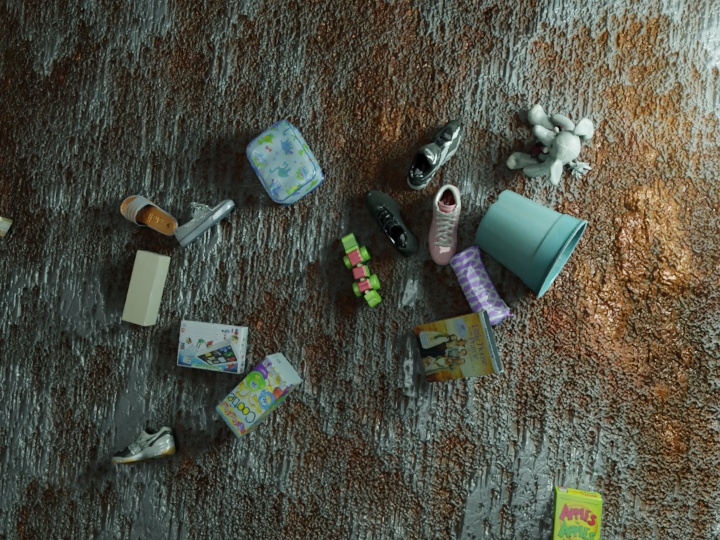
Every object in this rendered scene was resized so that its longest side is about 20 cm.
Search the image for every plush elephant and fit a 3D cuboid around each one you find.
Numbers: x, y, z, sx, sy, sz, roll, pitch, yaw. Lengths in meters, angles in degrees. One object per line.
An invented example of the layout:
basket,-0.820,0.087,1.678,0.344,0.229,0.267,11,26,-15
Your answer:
plush elephant,0.449,-0.290,1.298,0.198,0.155,0.166,33,96,14

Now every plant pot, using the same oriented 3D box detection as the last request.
plant pot,0.384,-0.076,1.297,0.195,0.200,0.202,35,96,22

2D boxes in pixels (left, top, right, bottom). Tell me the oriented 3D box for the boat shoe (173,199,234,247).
boat shoe,-0.449,-0.156,1.571,0.201,0.075,0.087,-34,96,17

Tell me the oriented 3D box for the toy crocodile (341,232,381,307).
toy crocodile,0.000,0.000,1.452,0.067,0.062,0.203,-21,82,13

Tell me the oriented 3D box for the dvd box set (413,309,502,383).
dvd box set,0.232,0.188,1.355,0.198,0.029,0.149,-16,87,37

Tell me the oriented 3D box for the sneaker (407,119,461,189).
sneaker,0.185,-0.294,1.402,0.066,0.090,0.201,40,97,12

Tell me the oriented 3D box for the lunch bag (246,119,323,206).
lunch bag,-0.207,-0.287,1.511,0.160,0.082,0.202,-34,79,10

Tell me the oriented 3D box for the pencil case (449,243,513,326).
pencil case,0.291,0.041,1.360,0.085,0.084,0.202,-30,80,22

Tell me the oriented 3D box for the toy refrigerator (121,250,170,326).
toy refrigerator,-0.615,0.050,1.612,0.075,0.070,0.204,13,91,8

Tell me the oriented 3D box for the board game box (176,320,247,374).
board game box,-0.415,0.213,1.566,0.196,0.035,0.129,5,88,15

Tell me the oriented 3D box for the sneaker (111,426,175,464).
sneaker,-0.616,0.498,1.597,0.197,0.076,0.089,-16,68,10

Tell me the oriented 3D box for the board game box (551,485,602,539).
board game box,0.496,0.617,1.296,0.100,0.048,0.204,4,88,15

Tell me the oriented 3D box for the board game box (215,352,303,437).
board game box,-0.266,0.329,1.485,0.200,0.105,0.103,-45,78,9

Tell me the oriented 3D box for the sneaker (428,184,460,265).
sneaker,0.206,-0.116,1.382,0.074,0.105,0.204,8,90,13

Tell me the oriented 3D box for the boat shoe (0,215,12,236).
boat shoe,-1.204,-0.156,1.776,0.197,0.074,0.070,15,85,14

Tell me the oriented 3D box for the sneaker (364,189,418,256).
sneaker,0.076,-0.128,1.424,0.076,0.091,0.201,-40,77,12

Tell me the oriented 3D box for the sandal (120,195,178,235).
sandal,-0.623,-0.165,1.628,0.204,0.059,0.080,23,93,15
